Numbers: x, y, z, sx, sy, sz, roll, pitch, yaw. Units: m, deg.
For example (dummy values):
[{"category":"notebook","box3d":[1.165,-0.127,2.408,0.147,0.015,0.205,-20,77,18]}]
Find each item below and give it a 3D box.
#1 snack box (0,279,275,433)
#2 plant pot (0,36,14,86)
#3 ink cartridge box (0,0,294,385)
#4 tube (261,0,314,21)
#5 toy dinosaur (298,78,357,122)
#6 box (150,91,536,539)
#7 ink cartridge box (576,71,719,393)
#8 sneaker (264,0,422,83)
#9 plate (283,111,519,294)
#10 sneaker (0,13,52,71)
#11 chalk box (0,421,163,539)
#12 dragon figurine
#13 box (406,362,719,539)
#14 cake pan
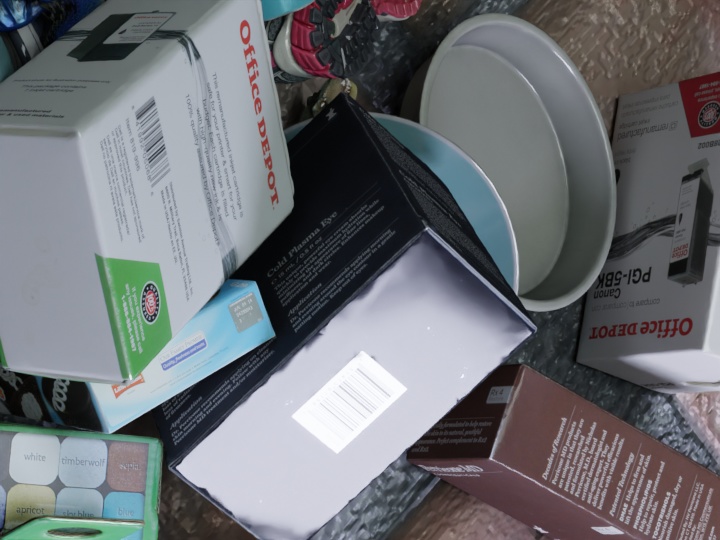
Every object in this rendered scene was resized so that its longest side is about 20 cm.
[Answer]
[{"category":"snack box","box3d":[-0.151,0.041,1.339,0.116,0.200,0.037,-31,110,-31]},{"category":"plant pot","box3d":[-0.259,-0.086,1.248,0.200,0.135,0.200,3,84,-34]},{"category":"ink cartridge box","box3d":[-0.121,-0.053,1.262,0.200,0.083,0.147,-48,136,-52]},{"category":"tube","box3d":[-0.078,-0.243,1.371,0.077,0.050,0.200,-35,114,-42]},{"category":"toy dinosaur","box3d":[0.001,-0.025,1.537,0.088,0.047,0.200,-2,91,-29]},{"category":"box","box3d":[-0.025,0.028,1.378,0.200,0.182,0.104,-43,122,10]},{"category":"ink cartridge box","box3d":[0.233,-0.025,1.620,0.083,0.147,0.200,17,76,-29]},{"category":"sneaker","box3d":[-0.019,-0.180,1.500,0.200,0.075,0.081,-49,126,-54]},{"category":"plate","box3d":[0.000,0.000,1.488,0.200,0.026,0.200,1,96,6]},{"category":"sneaker","box3d":[-0.152,-0.109,1.431,0.146,0.077,0.202,-32,90,-43]},{"category":"chalk box","box3d":[-0.189,0.148,1.305,0.124,0.200,0.124,9,82,-30]},{"category":"dragon figurine","box3d":[-0.191,-0.173,1.344,0.200,0.059,0.099,53,44,-1]},{"category":"box","box3d":[0.142,0.134,1.576,0.200,0.100,0.075,31,70,-26]},{"category":"cake pan","box3d":[0.095,-0.069,1.574,0.200,0.037,0.200,15,69,-45]}]
